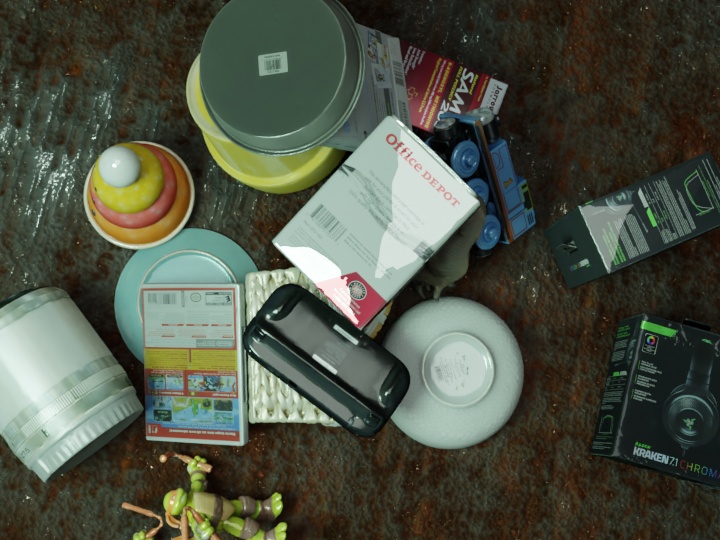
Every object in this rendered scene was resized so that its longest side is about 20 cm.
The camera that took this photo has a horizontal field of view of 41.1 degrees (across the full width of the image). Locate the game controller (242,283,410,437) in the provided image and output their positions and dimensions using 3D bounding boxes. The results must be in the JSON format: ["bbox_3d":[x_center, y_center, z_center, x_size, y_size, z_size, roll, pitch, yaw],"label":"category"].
[{"bbox_3d":[-0.038,0.104,1.127,0.200,0.042,0.105,37,66,-1],"label":"game controller"}]

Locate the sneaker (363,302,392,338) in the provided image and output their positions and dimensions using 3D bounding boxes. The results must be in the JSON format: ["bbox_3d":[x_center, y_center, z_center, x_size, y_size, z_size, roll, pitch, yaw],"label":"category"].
[{"bbox_3d":[0.000,0.000,1.249,0.087,0.075,0.201,25,69,-27],"label":"sneaker"}]

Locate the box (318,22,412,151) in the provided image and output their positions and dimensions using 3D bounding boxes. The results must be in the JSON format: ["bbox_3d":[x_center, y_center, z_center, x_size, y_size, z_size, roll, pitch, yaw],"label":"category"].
[{"bbox_3d":[-0.006,-0.225,1.179,0.041,0.200,0.157,-11,85,31],"label":"box"}]

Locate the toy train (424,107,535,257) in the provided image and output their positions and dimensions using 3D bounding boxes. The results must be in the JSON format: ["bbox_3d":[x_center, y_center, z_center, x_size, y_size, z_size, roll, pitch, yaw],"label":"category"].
[{"bbox_3d":[0.152,-0.117,1.237,0.114,0.086,0.201,-36,121,-26],"label":"toy train"}]

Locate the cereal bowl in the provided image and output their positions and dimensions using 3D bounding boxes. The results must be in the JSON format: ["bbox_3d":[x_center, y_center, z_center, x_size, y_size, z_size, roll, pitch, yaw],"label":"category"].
[{"bbox_3d":[0.121,0.131,1.246,0.198,0.083,0.202,1,82,-5],"label":"cereal bowl"}]

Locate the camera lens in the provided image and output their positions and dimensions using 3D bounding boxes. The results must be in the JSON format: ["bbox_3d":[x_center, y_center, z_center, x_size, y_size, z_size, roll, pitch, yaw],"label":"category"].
[{"bbox_3d":[-0.381,0.133,1.168,0.160,0.160,0.200,-38,86,-8],"label":"camera lens"}]

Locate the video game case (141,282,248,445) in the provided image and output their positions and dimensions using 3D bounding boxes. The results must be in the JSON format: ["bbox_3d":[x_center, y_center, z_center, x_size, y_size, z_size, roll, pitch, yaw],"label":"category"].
[{"bbox_3d":[-0.210,0.116,1.210,0.142,0.017,0.202,0,92,20],"label":"video game case"}]

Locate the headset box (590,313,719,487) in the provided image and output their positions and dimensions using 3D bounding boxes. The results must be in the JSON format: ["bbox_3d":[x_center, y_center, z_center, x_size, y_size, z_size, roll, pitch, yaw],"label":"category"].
[{"bbox_3d":[0.415,0.165,1.249,0.173,0.093,0.201,17,80,-2],"label":"headset box"}]

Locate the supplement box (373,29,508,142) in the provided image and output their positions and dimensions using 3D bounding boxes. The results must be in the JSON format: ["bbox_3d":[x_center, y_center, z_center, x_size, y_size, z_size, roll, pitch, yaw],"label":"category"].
[{"bbox_3d":[0.089,-0.235,1.307,0.199,0.061,0.110,21,82,-2],"label":"supplement box"}]

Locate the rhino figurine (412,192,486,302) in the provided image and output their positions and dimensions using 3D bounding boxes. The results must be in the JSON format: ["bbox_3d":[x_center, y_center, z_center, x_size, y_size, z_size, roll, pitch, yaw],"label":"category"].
[{"bbox_3d":[0.101,-0.031,1.205,0.087,0.201,0.060,31,46,15],"label":"rhino figurine"}]

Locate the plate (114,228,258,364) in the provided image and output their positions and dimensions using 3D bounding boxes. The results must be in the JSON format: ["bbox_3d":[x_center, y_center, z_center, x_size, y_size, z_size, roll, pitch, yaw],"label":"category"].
[{"bbox_3d":[-0.224,0.041,1.262,0.198,0.026,0.202,1,81,-5],"label":"plate"}]

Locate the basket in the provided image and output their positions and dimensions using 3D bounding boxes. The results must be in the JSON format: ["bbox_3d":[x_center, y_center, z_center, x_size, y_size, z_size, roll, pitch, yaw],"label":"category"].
[{"bbox_3d":[-0.082,0.096,1.204,0.122,0.136,0.202,-1,82,-8],"label":"basket"}]

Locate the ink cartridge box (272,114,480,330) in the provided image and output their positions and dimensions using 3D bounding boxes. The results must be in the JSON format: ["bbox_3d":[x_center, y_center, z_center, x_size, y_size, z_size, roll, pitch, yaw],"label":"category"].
[{"bbox_3d":[0.022,-0.055,1.102,0.145,0.083,0.200,44,96,6],"label":"ink cartridge box"}]

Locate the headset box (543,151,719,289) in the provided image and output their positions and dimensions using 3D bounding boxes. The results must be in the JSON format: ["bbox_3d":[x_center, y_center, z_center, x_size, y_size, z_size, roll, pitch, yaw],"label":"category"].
[{"bbox_3d":[0.350,-0.057,1.244,0.199,0.174,0.093,-23,85,-6],"label":"headset box"}]

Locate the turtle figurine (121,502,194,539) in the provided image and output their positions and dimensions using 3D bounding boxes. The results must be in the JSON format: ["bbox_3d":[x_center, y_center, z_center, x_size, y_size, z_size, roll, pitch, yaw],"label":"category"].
[{"bbox_3d":[-0.238,0.389,1.188,0.199,0.064,0.162,32,63,-6],"label":"turtle figurine"}]

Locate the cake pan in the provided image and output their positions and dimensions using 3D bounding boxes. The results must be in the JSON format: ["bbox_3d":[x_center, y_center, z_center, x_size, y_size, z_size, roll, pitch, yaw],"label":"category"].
[{"bbox_3d":[-0.094,-0.230,1.077,0.199,0.037,0.202,-1,87,13],"label":"cake pan"}]

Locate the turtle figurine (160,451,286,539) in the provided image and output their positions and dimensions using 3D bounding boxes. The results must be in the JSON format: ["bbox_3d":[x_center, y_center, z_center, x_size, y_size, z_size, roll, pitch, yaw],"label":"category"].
[{"bbox_3d":[-0.173,0.300,1.164,0.160,0.200,0.065,20,103,-21],"label":"turtle figurine"}]

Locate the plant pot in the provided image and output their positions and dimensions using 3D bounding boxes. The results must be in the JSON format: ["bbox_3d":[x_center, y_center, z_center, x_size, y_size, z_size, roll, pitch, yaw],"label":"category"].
[{"bbox_3d":[-0.123,-0.208,1.198,0.199,0.189,0.202,-1,87,14],"label":"plant pot"}]

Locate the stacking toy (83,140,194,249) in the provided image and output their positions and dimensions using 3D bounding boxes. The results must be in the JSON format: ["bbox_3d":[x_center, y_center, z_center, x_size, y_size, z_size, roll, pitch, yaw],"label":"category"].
[{"bbox_3d":[-0.287,-0.115,1.190,0.145,0.200,0.147,1,79,-4],"label":"stacking toy"}]
